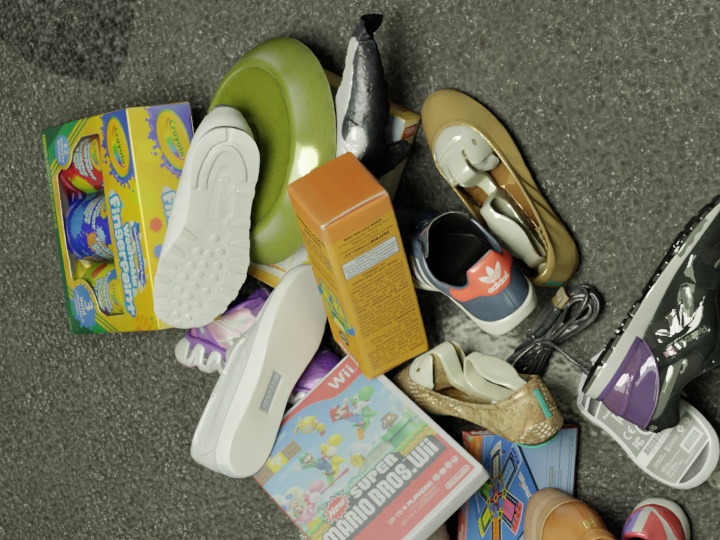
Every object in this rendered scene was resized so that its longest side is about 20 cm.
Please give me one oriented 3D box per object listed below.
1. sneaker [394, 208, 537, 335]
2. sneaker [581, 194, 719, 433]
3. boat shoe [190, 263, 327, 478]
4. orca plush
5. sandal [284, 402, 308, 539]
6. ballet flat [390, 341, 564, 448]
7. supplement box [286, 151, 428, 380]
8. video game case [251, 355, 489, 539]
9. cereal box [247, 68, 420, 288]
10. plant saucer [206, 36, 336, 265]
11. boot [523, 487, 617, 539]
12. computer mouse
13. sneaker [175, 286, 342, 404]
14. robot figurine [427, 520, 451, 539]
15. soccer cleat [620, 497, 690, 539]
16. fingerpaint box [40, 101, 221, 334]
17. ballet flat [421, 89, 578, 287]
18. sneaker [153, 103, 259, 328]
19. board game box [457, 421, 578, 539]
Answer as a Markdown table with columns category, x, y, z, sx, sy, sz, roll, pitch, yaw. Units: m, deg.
| category | x | y | z | sx | sy | sz | roll | pitch | yaw |
| --- | --- | --- | --- | --- | --- | --- | --- | --- | --- |
| sneaker | 0.066 | -0.023 | 1.478 | 0.075 | 0.085 | 0.200 | -46 | 39 | -12 |
| sneaker | 0.265 | 0.035 | 1.413 | 0.087 | 0.076 | 0.200 | 32 | 97 | 5 |
| boat shoe | -0.090 | 0.084 | 1.553 | 0.068 | 0.072 | 0.201 | 7 | 73 | 38 |
| orca plush | 0.007 | -0.118 | 1.514 | 0.105 | 0.071 | 0.201 | -148 | 65 | -67 |
| sandal | -0.037 | 0.198 | 1.645 | 0.076 | 0.043 | 0.201 | -26 | 90 | 7 |
| ballet flat | 0.093 | 0.093 | 1.507 | 0.200 | 0.070 | 0.065 | 13 | 128 | 47 |
| supplement box | 0.000 | 0.000 | 1.478 | 0.067 | 0.069 | 0.200 | 49 | 165 | 41 |
| video game case | -0.001 | 0.165 | 1.488 | 0.143 | 0.017 | 0.200 | -43 | 43 | -6 |
| cereal box | -0.041 | -0.075 | 1.592 | 0.144 | 0.039 | 0.200 | 28 | 112 | 21 |
| plant saucer | -0.089 | -0.105 | 1.552 | 0.200 | 0.031 | 0.201 | -5 | 83 | 54 |
| boot | 0.183 | 0.291 | 1.464 | 0.155 | 0.073 | 0.201 | -141 | 39 | -69 |
| computer mouse | 0.219 | 0.104 | 1.479 | 0.200 | 0.044 | 0.110 | 42 | 113 | 22 |
| sneaker | -0.078 | 0.064 | 1.625 | 0.200 | 0.080 | 0.089 | 17 | 101 | 27 |
| robot figurine | 0.029 | 0.263 | 1.547 | 0.113 | 0.170 | 0.200 | 10 | 144 | 25 |
| soccer cleat | 0.243 | 0.293 | 1.484 | 0.068 | 0.073 | 0.201 | 3 | 102 | 29 |
| fingerpaint box | -0.216 | -0.045 | 1.641 | 0.167 | 0.073 | 0.201 | -4 | 94 | 52 |
| ballet flat | 0.111 | -0.071 | 1.490 | 0.069 | 0.063 | 0.200 | -44 | 77 | 29 |
| sneaker | -0.132 | -0.044 | 1.535 | 0.076 | 0.081 | 0.200 | 12 | 113 | -19 |
| board game box | 0.132 | 0.231 | 1.526 | 0.019 | 0.103 | 0.201 | -149 | 59 | -64 |
